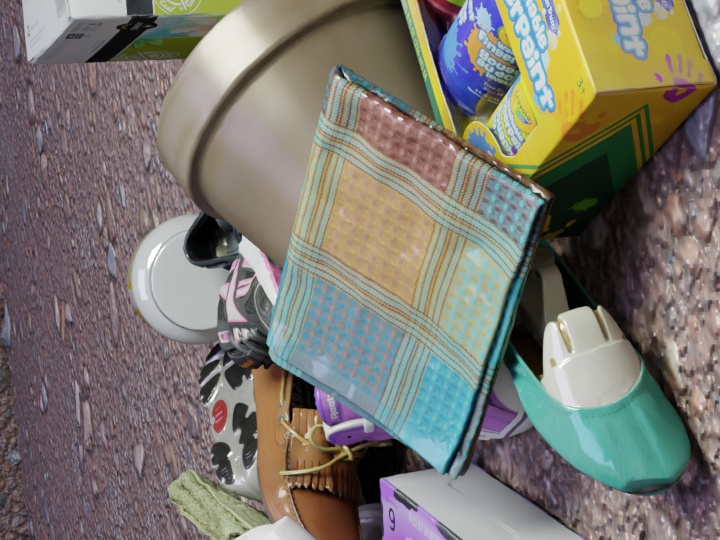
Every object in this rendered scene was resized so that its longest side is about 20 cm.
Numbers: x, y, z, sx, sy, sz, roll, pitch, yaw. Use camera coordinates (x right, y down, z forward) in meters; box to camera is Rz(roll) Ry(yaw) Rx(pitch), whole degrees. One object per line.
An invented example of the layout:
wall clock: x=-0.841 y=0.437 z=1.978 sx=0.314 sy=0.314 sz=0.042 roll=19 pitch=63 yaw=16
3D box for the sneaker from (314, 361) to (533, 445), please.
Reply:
sneaker: x=0.035 y=0.077 z=0.973 sx=0.200 sy=0.113 sz=0.074 roll=146 pitch=116 yaw=-62

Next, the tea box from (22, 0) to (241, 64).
tea box: x=-0.169 y=-0.254 z=1.288 sx=0.200 sy=0.194 sz=0.136 roll=173 pitch=91 yaw=-69

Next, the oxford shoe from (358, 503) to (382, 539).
oxford shoe: x=-0.021 y=0.243 z=1.168 sx=0.200 sy=0.075 sz=0.058 roll=-47 pitch=19 yaw=33

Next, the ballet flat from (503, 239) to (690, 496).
ballet flat: x=0.106 y=0.038 z=0.832 sx=0.200 sy=0.067 sz=0.071 roll=-125 pitch=15 yaw=-53

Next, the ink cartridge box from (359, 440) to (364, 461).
ink cartridge box: x=0.000 y=0.000 z=1.142 sx=0.201 sy=0.040 sz=0.201 roll=103 pitch=152 yaw=-45

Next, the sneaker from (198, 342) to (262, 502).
sneaker: x=-0.088 y=0.124 z=1.363 sx=0.080 sy=0.083 sz=0.202 roll=-34 pitch=41 yaw=26

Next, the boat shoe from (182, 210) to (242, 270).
boat shoe: x=-0.085 y=-0.045 z=1.184 sx=0.199 sy=0.065 sz=0.076 roll=-25 pitch=74 yaw=62

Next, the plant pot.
plant pot: x=0.000 y=-0.061 z=0.959 sx=0.174 sy=0.198 sz=0.201 roll=54 pitch=148 yaw=23

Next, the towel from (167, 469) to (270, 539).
towel: x=-0.076 y=0.223 z=1.293 sx=0.037 sy=0.148 sz=0.200 roll=-60 pitch=20 yaw=-8

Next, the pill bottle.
pill bottle: x=-0.149 y=0.008 z=1.386 sx=0.200 sy=0.111 sz=0.114 roll=175 pitch=89 yaw=-80

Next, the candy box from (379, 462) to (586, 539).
candy box: x=0.078 y=0.243 z=0.971 sx=0.167 sy=0.071 sz=0.203 roll=-156 pitch=61 yaw=-66

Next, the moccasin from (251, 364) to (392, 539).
moccasin: x=-0.027 y=0.117 z=1.080 sx=0.078 sy=0.073 sz=0.203 roll=-42 pitch=38 yaw=33

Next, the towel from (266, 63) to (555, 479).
towel: x=0.019 y=0.006 z=0.854 sx=0.146 sy=0.022 sz=0.202 roll=32 pitch=132 yaw=21

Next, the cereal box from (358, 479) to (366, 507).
cereal box: x=-0.040 y=0.115 z=1.223 sx=0.145 sy=0.039 sz=0.201 roll=76 pitch=172 yaw=-55

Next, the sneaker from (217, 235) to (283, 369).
sneaker: x=-0.056 y=0.033 z=1.057 sx=0.087 sy=0.080 sz=0.200 roll=-61 pitch=12 yaw=6

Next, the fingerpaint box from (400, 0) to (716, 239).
fingerpaint box: x=0.089 y=-0.140 z=0.826 sx=0.167 sy=0.072 sz=0.202 roll=126 pitch=133 yaw=-60

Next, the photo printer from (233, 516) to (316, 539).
photo printer: x=-0.037 y=0.243 z=1.005 sx=0.167 sy=0.069 sz=0.200 roll=52 pitch=157 yaw=2
